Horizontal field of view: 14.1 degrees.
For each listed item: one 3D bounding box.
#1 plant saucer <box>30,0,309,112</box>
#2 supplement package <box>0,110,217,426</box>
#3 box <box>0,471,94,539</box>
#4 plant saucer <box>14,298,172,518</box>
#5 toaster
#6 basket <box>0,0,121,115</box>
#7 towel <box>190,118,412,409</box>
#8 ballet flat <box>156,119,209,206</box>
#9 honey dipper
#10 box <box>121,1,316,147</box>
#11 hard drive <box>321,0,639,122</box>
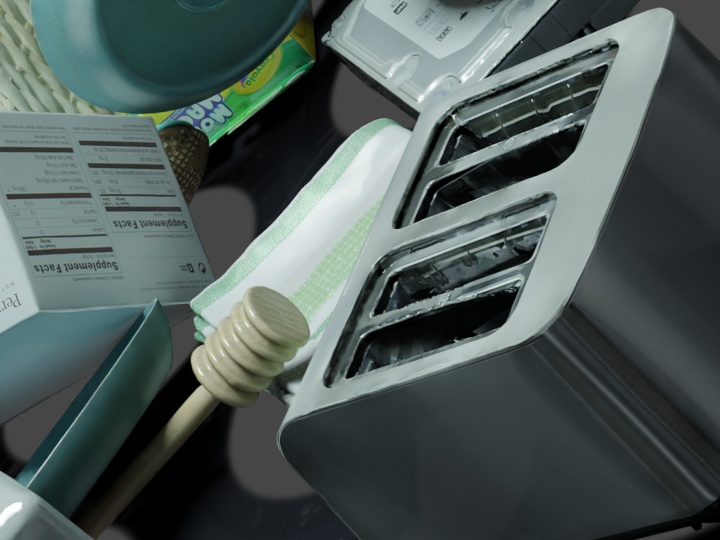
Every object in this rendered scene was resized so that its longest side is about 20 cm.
[{"bbox_3d":[-0.082,-0.168,1.509,0.027,0.200,0.200,34,80,37],"label":"plant saucer"},{"bbox_3d":[-0.204,0.011,1.493,0.200,0.111,0.156,-30,-14,30],"label":"supplement package"},{"bbox_3d":[-0.166,0.192,1.177,0.200,0.171,0.199,-51,25,-10],"label":"box"},{"bbox_3d":[-0.147,0.101,1.396,0.200,0.027,0.200,-52,6,7],"label":"plant saucer"},{"bbox_3d":[0.081,0.015,1.115,0.200,0.119,0.181,-20,37,44],"label":"toaster"},{"bbox_3d":[-0.220,-0.088,1.666,0.123,0.200,0.136,-27,31,24],"label":"basket"},{"bbox_3d":[0.000,0.000,1.374,0.149,0.031,0.200,-49,25,-4],"label":"towel"},{"bbox_3d":[-0.152,-0.002,1.598,0.200,0.070,0.065,-39,53,23],"label":"ballet flat"},{"bbox_3d":[-0.096,0.087,1.364,0.200,0.038,0.038,-49,21,26],"label":"honey dipper"},{"bbox_3d":[-0.084,-0.133,1.688,0.117,0.048,0.200,-38,27,17],"label":"box"},{"bbox_3d":[0.063,-0.136,1.470,0.140,0.038,0.200,-47,25,1],"label":"hard drive"}]
